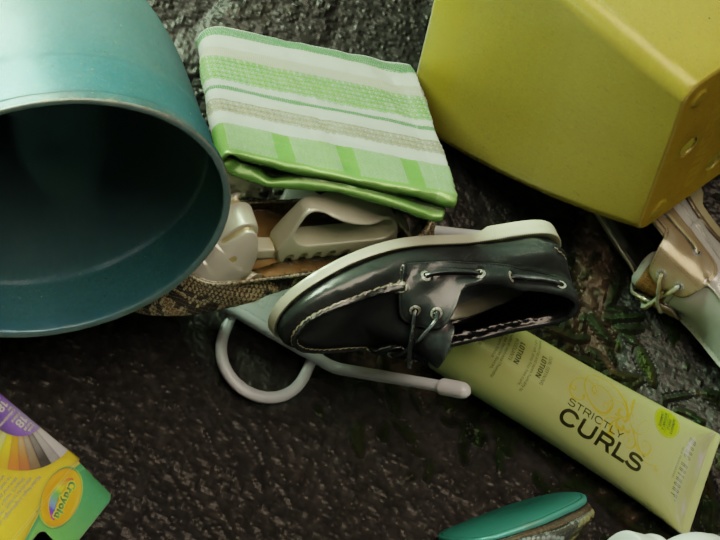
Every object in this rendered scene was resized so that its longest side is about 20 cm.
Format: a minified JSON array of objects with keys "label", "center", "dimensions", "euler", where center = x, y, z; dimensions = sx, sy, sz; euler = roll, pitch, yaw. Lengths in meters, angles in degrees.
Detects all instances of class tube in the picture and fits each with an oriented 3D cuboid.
[{"label":"tube","center":[0.138,0.087,1.546],"dimensions":[0.199,0.052,0.058],"euler":[32,102,-11]}]

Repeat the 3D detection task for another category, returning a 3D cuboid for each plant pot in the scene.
[{"label":"plant pot","center":[0.173,-0.150,1.553],"dimensions":[0.200,0.201,0.176],"euler":[-34,65,-31]},{"label":"plant pot","center":[-0.188,-0.097,1.364],"dimensions":[0.199,0.201,0.189],"euler":[0,51,-22]}]

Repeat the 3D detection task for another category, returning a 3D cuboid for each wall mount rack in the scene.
[{"label":"wall mount rack","center":[0.000,0.000,1.511],"dimensions":[0.173,0.075,0.201],"euler":[29,60,-7]}]

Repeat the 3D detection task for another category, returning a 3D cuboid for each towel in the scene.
[{"label":"towel","center":[-0.025,-0.088,1.475],"dimensions":[0.148,0.031,0.200],"euler":[10,25,-11]}]

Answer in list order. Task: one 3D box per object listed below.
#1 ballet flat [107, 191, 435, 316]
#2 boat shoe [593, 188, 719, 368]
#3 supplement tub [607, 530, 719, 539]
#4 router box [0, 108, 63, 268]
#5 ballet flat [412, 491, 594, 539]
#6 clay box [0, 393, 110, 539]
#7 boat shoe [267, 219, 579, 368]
[{"label":"ballet flat","center":[-0.047,-0.020,1.424],"dimensions":[0.199,0.075,0.068],"euler":[-7,68,-21]},{"label":"boat shoe","center":[0.208,0.000,1.603],"dimensions":[0.068,0.075,0.201],"euler":[-19,64,-27]},{"label":"supplement tub","center":[0.234,0.239,1.456],"dimensions":[0.199,0.145,0.146],"euler":[17,61,-15]},{"label":"router box","center":[-0.227,-0.096,1.478],"dimensions":[0.180,0.049,0.200],"euler":[48,59,4]},{"label":"ballet flat","center":[0.053,0.184,1.463],"dimensions":[0.199,0.072,0.072],"euler":[-11,71,-26]},{"label":"clay box","center":[-0.250,0.107,1.375],"dimensions":[0.200,0.048,0.115],"euler":[41,58,-2]},{"label":"boat shoe","center":[0.044,0.024,1.434],"dimensions":[0.198,0.075,0.066],"euler":[-10,56,-32]}]
